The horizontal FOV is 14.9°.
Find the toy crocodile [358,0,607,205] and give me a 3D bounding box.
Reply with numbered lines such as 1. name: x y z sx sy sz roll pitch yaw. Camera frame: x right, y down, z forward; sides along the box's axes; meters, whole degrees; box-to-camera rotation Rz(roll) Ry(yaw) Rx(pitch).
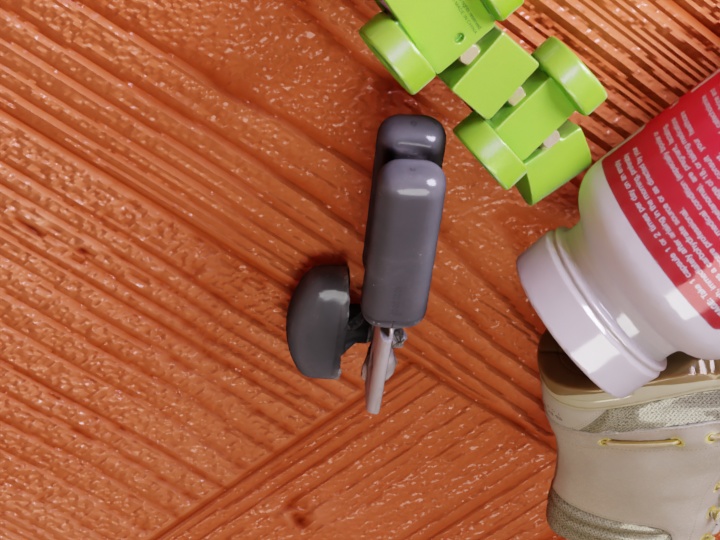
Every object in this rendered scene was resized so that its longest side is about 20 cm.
1. toy crocodile: 0.050 -0.098 1.244 0.068 0.062 0.200 -44 132 1

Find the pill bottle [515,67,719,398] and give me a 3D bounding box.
1. pill bottle: 0.176 -0.031 1.282 0.200 0.112 0.112 -37 133 15

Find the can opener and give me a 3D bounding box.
1. can opener: 0.000 0.000 1.333 0.067 0.053 0.200 3 145 -3

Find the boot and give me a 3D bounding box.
1. boot: 0.192 0.081 1.424 0.200 0.072 0.155 -4 138 1
